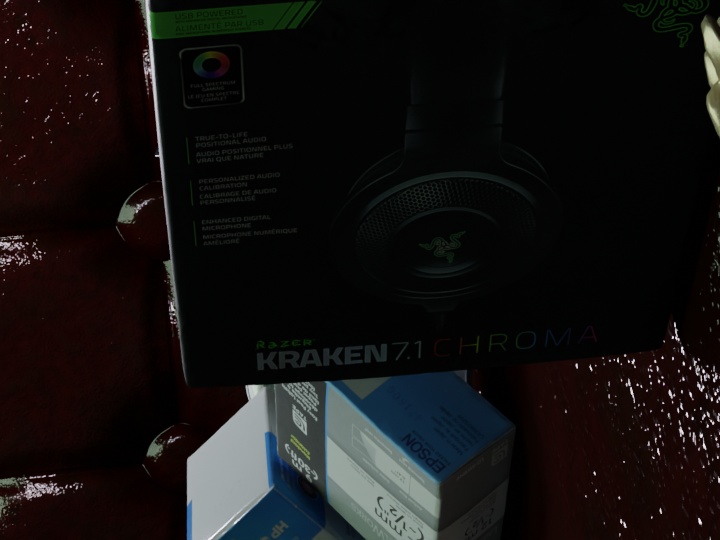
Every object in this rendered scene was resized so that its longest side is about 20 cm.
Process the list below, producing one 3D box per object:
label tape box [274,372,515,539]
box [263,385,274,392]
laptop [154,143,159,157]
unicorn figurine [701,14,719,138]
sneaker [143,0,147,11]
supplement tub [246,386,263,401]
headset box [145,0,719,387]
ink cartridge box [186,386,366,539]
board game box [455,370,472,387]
[{"bbox_3d":[0.016,0.122,1.073,0.143,0.066,0.200,40,149,27],"label":"label tape box"},{"bbox_3d":[-0.007,0.032,1.248,0.038,0.136,0.200,-33,-56,-55],"label":"box"},{"bbox_3d":[-0.127,-0.192,1.433,0.200,0.103,0.177,47,-121,-70],"label":"laptop"},{"bbox_3d":[0.107,0.034,0.335,0.200,0.074,0.137,-79,-19,-50],"label":"unicorn figurine"},{"bbox_3d":[-0.114,-0.260,1.265,0.081,0.115,0.200,-113,10,-79],"label":"sneaker"},{"bbox_3d":[-0.028,0.090,1.509,0.200,0.140,0.141,138,127,-84],"label":"supplement tub"},{"bbox_3d":[0.021,-0.062,0.568,0.200,0.174,0.093,92,172,-50],"label":"headset box"},{"bbox_3d":[-0.018,0.194,1.192,0.200,0.084,0.146,43,-168,-19],"label":"ink cartridge box"},{"bbox_3d":[0.000,0.000,1.096,0.200,0.026,0.200,28,133,37],"label":"board game box"}]
